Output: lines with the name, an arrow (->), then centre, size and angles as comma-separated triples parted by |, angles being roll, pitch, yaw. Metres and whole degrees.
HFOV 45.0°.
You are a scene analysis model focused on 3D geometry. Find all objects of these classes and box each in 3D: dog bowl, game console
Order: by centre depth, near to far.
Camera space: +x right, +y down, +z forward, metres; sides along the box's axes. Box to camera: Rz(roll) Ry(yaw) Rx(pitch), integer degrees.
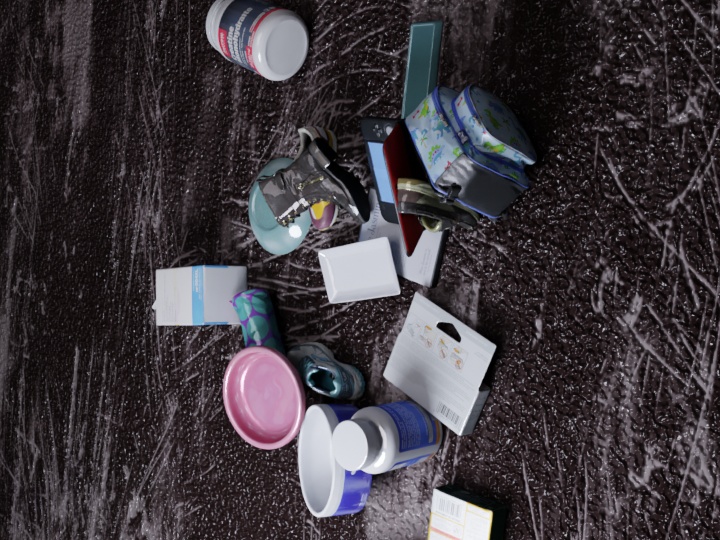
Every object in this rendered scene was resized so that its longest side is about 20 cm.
game console -> 0.043, -0.146, 1.487 | 0.171, 0.118, 0.203 | 15, 127, 47
dog bowl -> -0.049, 0.351, 1.620 | 0.199, 0.077, 0.205 | -178, 90, -68

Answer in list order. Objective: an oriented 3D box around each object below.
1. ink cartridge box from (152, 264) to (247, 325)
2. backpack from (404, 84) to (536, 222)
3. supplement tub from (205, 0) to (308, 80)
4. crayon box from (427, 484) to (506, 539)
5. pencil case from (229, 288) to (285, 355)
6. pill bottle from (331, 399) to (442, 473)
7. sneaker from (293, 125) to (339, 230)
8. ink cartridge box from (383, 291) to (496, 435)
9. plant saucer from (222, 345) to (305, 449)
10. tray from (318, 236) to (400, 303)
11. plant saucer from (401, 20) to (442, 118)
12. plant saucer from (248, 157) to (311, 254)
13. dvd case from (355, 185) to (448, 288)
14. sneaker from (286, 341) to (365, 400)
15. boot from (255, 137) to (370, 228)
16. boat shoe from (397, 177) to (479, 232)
ink cartridge box -> -0.360, 0.056, 1.921 | 0.198, 0.127, 0.128 | -3, 87, 41
backpack -> 0.180, -0.210, 1.409 | 0.147, 0.181, 0.202 | -46, 51, 27
supplement tub -> -0.214, -0.485, 1.790 | 0.199, 0.139, 0.143 | 31, 109, 37
crayon box -> 0.174, 0.485, 1.485 | 0.124, 0.051, 0.204 | 11, 96, 41
pencil case -> -0.211, 0.143, 1.815 | 0.091, 0.085, 0.204 | -22, 74, 26
pill bottle -> 0.045, 0.288, 1.506 | 0.111, 0.198, 0.115 | -1, 88, 41
sneaker -> -0.095, -0.182, 1.711 | 0.074, 0.089, 0.204 | -6, 85, 41
ink cartridge box -> 0.144, 0.159, 1.523 | 0.199, 0.043, 0.176 | 34, 111, 37
plant saucer -> -0.182, 0.246, 1.708 | 0.197, 0.051, 0.205 | 4, 97, 33
tray -> 0.000, 0.000, 1.651 | 0.198, 0.022, 0.109 | -10, 96, 46
plant saucer -> 0.108, -0.352, 1.581 | 0.069, 0.019, 0.204 | 10, 95, 41
plant saucer -> -0.180, -0.136, 1.822 | 0.199, 0.038, 0.205 | 0, 89, 41
dvd case -> 0.075, -0.066, 1.605 | 0.198, 0.017, 0.145 | 22, 104, 41
sneaker -> -0.084, 0.193, 1.699 | 0.198, 0.086, 0.079 | 19, 101, 40
boot -> -0.091, -0.136, 1.658 | 0.173, 0.069, 0.201 | -37, 88, 27
boat shoe -> 0.123, -0.096, 1.437 | 0.071, 0.199, 0.067 | 15, 86, 42
